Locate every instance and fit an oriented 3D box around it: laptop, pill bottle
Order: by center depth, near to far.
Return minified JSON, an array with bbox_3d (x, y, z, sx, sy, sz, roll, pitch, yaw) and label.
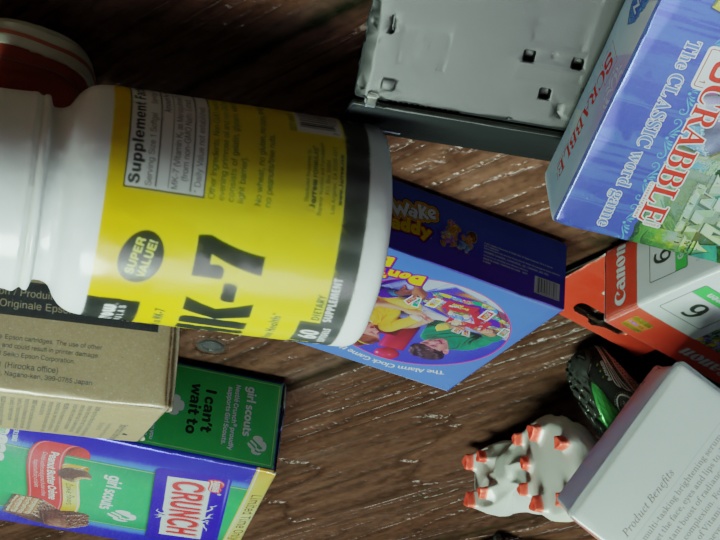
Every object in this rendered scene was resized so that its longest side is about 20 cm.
[{"bbox_3d":[0.087,-0.116,0.909,0.176,0.104,0.201,8,125,-5],"label":"laptop"},{"bbox_3d":[-0.092,-0.029,0.927,0.198,0.115,0.114,7,151,-11],"label":"pill bottle"}]

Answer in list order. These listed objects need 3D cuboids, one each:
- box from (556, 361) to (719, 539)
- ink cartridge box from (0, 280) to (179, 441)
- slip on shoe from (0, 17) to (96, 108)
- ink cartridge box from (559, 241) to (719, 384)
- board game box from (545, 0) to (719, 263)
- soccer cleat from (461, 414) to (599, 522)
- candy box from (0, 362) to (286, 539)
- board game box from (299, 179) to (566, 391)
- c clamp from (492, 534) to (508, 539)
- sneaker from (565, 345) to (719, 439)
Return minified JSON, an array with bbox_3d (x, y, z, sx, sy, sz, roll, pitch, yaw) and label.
[{"bbox_3d":[0.224,0.154,1.076,0.200,0.107,0.152,37,180,6],"label":"box"},{"bbox_3d":[-0.198,0.050,1.114,0.163,0.076,0.200,6,168,-11],"label":"ink cartridge box"},{"bbox_3d":[-0.187,-0.065,0.997,0.074,0.062,0.200,16,147,-14],"label":"slip on shoe"},{"bbox_3d":[0.200,0.018,1.077,0.109,0.051,0.199,27,143,-33],"label":"ink cartridge box"},{"bbox_3d":[0.210,-0.085,0.838,0.198,0.041,0.201,13,128,-12],"label":"board game box"},{"bbox_3d":[0.133,0.135,1.262,0.077,0.070,0.200,3,171,-17],"label":"soccer cleat"},{"bbox_3d":[-0.165,0.124,1.304,0.198,0.078,0.169,10,149,-10],"label":"candy box"},{"bbox_3d":[0.000,0.000,1.089,0.199,0.045,0.134,19,148,-22],"label":"board game box"},{"bbox_3d":[0.171,0.236,1.495,0.198,0.027,0.171,3,155,2],"label":"c clamp"},{"bbox_3d":[0.213,0.099,1.215,0.199,0.078,0.085,32,105,-27],"label":"sneaker"}]
